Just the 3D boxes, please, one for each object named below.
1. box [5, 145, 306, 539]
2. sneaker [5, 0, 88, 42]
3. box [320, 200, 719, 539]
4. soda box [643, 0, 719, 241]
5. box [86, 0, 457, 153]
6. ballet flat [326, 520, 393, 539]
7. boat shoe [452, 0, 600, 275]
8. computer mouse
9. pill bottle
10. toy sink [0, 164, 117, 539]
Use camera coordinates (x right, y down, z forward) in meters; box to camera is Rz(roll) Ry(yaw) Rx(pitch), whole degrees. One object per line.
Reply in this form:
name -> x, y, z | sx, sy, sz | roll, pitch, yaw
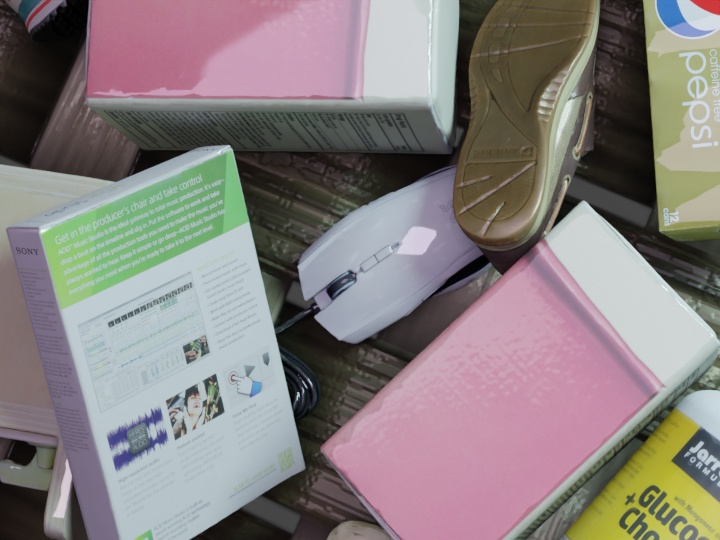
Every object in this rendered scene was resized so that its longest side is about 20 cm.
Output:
box -> -0.108, 0.047, 1.000 | 0.036, 0.144, 0.201 | 5, 113, 42
sneaker -> -0.156, -0.238, 1.123 | 0.200, 0.070, 0.093 | -43, 84, 4
box -> 0.091, 0.075, 1.009 | 0.200, 0.128, 0.109 | -43, 78, 0
soda box -> 0.201, -0.121, 1.042 | 0.064, 0.068, 0.202 | -4, 85, 18
box -> -0.047, -0.134, 1.054 | 0.198, 0.128, 0.110 | 1, 82, 8
ballet flat -> 0.041, 0.229, 1.026 | 0.066, 0.057, 0.201 | -41, 76, 28
boat shoe -> 0.104, -0.089, 1.064 | 0.072, 0.072, 0.201 | 1, 60, 23
computer mouse -> 0.000, 0.000, 1.078 | 0.199, 0.044, 0.110 | -33, 78, 3
pill bottle -> 0.192, 0.139, 0.993 | 0.112, 0.112, 0.200 | 41, 90, 12
toy sink -> -0.189, 0.050, 1.057 | 0.111, 0.130, 0.202 | 8, 84, 10
